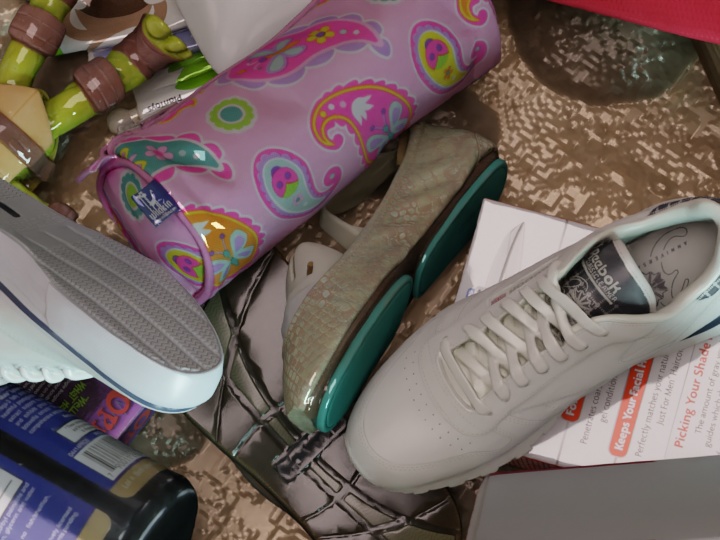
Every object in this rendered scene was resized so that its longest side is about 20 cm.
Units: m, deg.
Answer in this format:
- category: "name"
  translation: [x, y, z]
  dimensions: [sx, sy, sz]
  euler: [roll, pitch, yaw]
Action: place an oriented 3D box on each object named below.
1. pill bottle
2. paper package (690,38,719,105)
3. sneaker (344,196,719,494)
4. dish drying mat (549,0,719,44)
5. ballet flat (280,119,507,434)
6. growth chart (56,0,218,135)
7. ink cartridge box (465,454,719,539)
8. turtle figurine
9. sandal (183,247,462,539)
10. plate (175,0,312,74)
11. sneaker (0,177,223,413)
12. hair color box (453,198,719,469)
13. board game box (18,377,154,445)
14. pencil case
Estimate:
- category: "pill bottle"
  translation: [-0.182, 0.097, 1.260]
  dimensions: [0.200, 0.112, 0.112]
  euler: [28, 82, 11]
- category: "paper package"
  translation: [0.242, -0.144, 1.297]
  dimensions: [0.200, 0.103, 0.191]
  euler: [-23, 77, 0]
- category: "sneaker"
  translation: [0.078, 0.026, 1.226]
  dimensions: [0.200, 0.081, 0.076]
  euler: [-33, 78, 1]
- category: "dish drying mat"
  translation: [0.110, -0.153, 1.271]
  dimensions: [0.200, 0.018, 0.077]
  euler: [19, 108, 37]
- category: "ballet flat"
  translation: [0.000, 0.000, 1.280]
  dimensions: [0.062, 0.068, 0.200]
  euler: [26, 44, 13]
- category: "growth chart"
  translation: [-0.108, -0.163, 1.385]
  dimensions: [0.144, 0.018, 0.200]
  euler: [-26, 75, 1]
- category: "ink cartridge box"
  translation: [0.127, 0.191, 1.186]
  dimensions: [0.145, 0.145, 0.201]
  euler: [-5, 98, 6]
- category: "turtle figurine"
  translation: [-0.155, -0.062, 1.330]
  dimensions: [0.200, 0.064, 0.161]
  euler: [42, 85, 7]
- category: "sandal"
  translation: [-0.028, 0.063, 1.311]
  dimensions: [0.082, 0.055, 0.200]
  euler: [-42, 90, -1]
- category: "plate"
  translation: [-0.023, -0.219, 1.366]
  dimensions: [0.199, 0.032, 0.200]
  euler: [-26, 75, -7]
- category: "sneaker"
  translation: [-0.137, 0.019, 1.234]
  dimensions: [0.200, 0.073, 0.071]
  euler: [34, 117, 35]
- category: "hair color box"
  translation: [0.137, 0.049, 1.287]
  dimensions: [0.200, 0.064, 0.111]
  euler: [16, 81, 8]
- category: "board game box"
  translation: [-0.203, 0.104, 1.330]
  dimensions: [0.120, 0.032, 0.200]
  euler: [38, 84, 15]
- category: "pencil case"
  translation: [-0.029, -0.071, 1.274]
  dimensions: [0.200, 0.087, 0.087]
  euler: [-39, 76, -22]
